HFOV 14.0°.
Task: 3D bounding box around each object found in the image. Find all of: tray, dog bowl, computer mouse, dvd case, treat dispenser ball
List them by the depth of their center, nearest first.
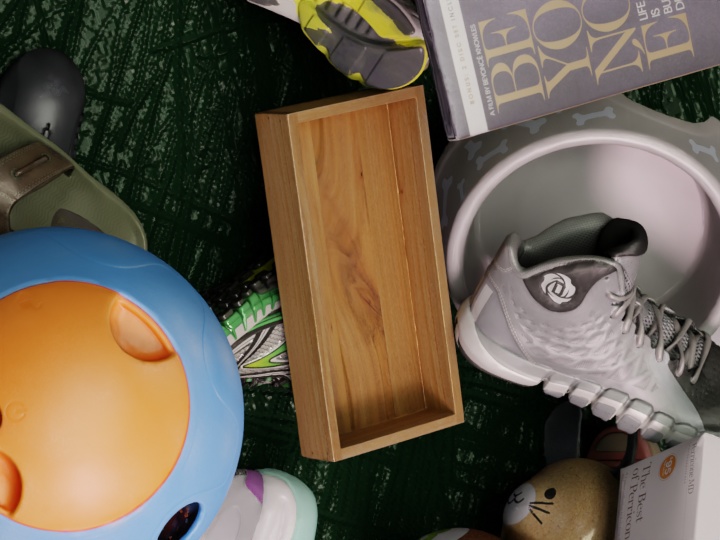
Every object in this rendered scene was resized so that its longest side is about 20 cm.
[{"bbox_3d":[-0.162,0.077,1.558,0.200,0.201,0.201,-1,92,-24],"label":"treat dispenser ball"},{"bbox_3d":[0.120,-0.167,1.595,0.200,0.016,0.149,-17,99,-21],"label":"dvd case"},{"bbox_3d":[-0.196,-0.029,1.664,0.059,0.034,0.200,12,87,-25],"label":"computer mouse"},{"bbox_3d":[0.000,0.000,1.683,0.098,0.037,0.201,-15,103,-36],"label":"tray"},{"bbox_3d":[0.138,-0.018,1.742,0.200,0.059,0.200,0,119,1],"label":"dog bowl"}]

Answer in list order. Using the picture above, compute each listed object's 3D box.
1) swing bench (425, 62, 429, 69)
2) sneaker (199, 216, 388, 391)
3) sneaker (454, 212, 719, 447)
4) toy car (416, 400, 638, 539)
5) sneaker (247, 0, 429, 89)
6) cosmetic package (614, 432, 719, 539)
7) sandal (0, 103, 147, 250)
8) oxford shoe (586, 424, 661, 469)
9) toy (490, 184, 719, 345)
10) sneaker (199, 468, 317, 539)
[{"bbox_3d":[0.124,-0.218,1.711,0.129,0.199,0.201,-1,93,-24],"label":"swing bench"},{"bbox_3d":[-0.055,0.044,1.705,0.200,0.078,0.085,-33,105,-20],"label":"sneaker"},{"bbox_3d":[0.162,0.029,1.684,0.200,0.075,0.116,16,128,-8],"label":"sneaker"},{"bbox_3d":[0.108,0.157,1.744,0.158,0.164,0.200,32,69,-22],"label":"toy car"},{"bbox_3d":[-0.028,-0.183,1.704,0.200,0.075,0.085,45,32,9],"label":"sneaker"},{"bbox_3d":[0.177,0.198,1.636,0.051,0.083,0.200,22,60,-27],"label":"cosmetic package"},{"bbox_3d":[-0.187,-0.042,1.615,0.201,0.057,0.080,28,89,-38],"label":"sandal"},{"bbox_3d":[0.186,0.189,1.833,0.074,0.071,0.201,-16,102,-44],"label":"oxford shoe"},{"bbox_3d":[0.166,-0.011,1.809,0.200,0.047,0.115,28,114,-17],"label":"toy"},{"bbox_3d":[-0.110,0.206,1.692,0.140,0.078,0.200,13,77,-22],"label":"sneaker"}]
